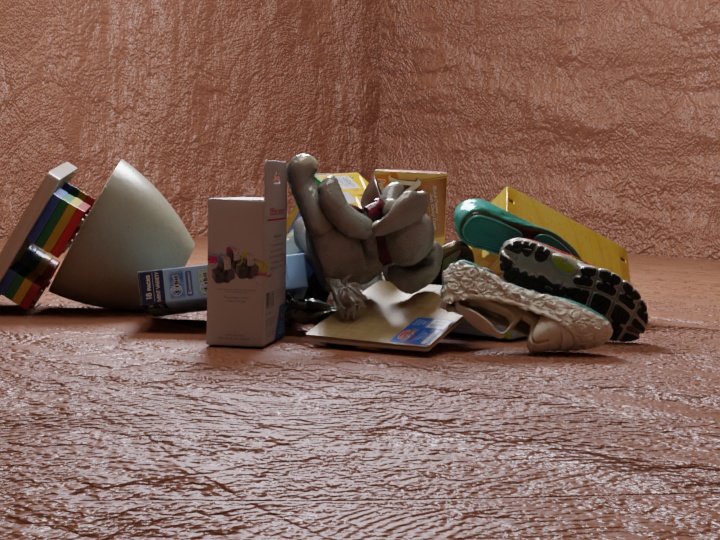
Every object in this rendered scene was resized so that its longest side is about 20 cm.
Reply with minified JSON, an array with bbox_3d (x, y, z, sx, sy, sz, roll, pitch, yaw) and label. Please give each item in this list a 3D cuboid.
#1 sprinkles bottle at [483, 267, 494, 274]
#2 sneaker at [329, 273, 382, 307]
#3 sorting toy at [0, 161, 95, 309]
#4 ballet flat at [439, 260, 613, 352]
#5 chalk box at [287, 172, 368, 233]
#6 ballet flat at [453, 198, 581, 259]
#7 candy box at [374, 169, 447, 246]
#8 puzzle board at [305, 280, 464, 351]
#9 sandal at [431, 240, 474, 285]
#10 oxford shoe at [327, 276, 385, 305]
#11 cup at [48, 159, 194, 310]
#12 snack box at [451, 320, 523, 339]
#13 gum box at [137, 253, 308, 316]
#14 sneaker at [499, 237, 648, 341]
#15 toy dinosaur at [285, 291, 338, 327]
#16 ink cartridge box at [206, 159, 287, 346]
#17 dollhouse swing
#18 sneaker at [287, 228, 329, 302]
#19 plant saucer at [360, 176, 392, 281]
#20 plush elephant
[{"bbox_3d":[0.104,0.024,1.868,0.068,0.069,0.199,-2,5,-44],"label":"sprinkles bottle"},{"bbox_3d":[0.000,0.000,1.687,0.076,0.201,0.081,-24,-44,14],"label":"sneaker"},{"bbox_3d":[-0.424,-0.035,1.735,0.069,0.201,0.199,31,4,-9],"label":"sorting toy"},{"bbox_3d":[0.176,0.055,1.436,0.198,0.072,0.072,22,6,6],"label":"ballet flat"},{"bbox_3d":[-0.043,-0.030,1.951,0.124,0.201,0.124,41,25,25],"label":"chalk box"},{"bbox_3d":[0.201,-0.041,1.656,0.199,0.068,0.071,24,24,-24],"label":"ballet flat"},{"bbox_3d":[0.075,-0.056,2.042,0.114,0.203,0.055,2,4,0],"label":"candy box"},{"bbox_3d":[0.047,0.053,1.488,0.149,0.018,0.200,5,19,25],"label":"puzzle board"},{"bbox_3d":[0.101,0.004,1.705,0.080,0.054,0.200,-30,-17,-8],"label":"sandal"},{"bbox_3d":[-0.026,0.023,1.817,0.198,0.072,0.074,3,7,26],"label":"oxford shoe"},{"bbox_3d":[-0.308,-0.025,1.749,0.142,0.202,0.200,30,-1,-10],"label":"cup"},{"bbox_3d":[0.172,0.049,1.643,0.141,0.054,0.199,6,6,32],"label":"snack box"},{"bbox_3d":[-0.167,0.019,1.605,0.198,0.045,0.170,-7,-5,-5],"label":"gum box"},{"bbox_3d":[0.262,0.013,1.581,0.199,0.077,0.085,32,15,7],"label":"sneaker"},{"bbox_3d":[-0.049,0.054,1.556,0.198,0.048,0.088,6,-2,16],"label":"toy dinosaur"},{"bbox_3d":[-0.125,-0.022,1.453,0.067,0.203,0.115,2,4,9],"label":"ink cartridge box"},{"bbox_3d":[0.245,0.013,1.829,0.199,0.176,0.182,27,34,-12],"label":"dollhouse swing"},{"bbox_3d":[-0.107,0.028,1.770,0.199,0.111,0.077,-35,10,35],"label":"sneaker"},{"bbox_3d":[0.039,-0.022,1.698,0.032,0.202,0.200,-19,3,2],"label":"plant saucer"},{"bbox_3d":[0.015,-0.046,1.524,0.153,0.166,0.201,-19,52,-11],"label":"plush elephant"}]
